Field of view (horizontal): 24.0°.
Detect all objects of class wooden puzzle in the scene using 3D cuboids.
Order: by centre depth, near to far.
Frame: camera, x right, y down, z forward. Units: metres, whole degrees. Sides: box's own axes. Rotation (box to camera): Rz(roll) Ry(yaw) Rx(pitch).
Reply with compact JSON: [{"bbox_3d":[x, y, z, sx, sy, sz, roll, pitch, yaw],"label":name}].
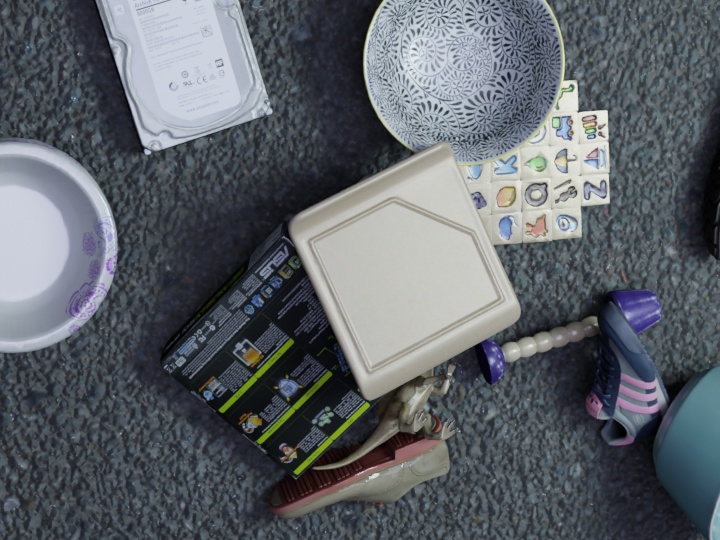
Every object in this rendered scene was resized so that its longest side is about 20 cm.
[{"bbox_3d":[0.043,0.000,1.655,0.184,0.037,0.202,-27,103,-14],"label":"wooden puzzle"}]

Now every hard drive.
[{"bbox_3d":[-0.180,-0.230,1.676,0.138,0.038,0.202,-18,100,-9],"label":"hard drive"}]

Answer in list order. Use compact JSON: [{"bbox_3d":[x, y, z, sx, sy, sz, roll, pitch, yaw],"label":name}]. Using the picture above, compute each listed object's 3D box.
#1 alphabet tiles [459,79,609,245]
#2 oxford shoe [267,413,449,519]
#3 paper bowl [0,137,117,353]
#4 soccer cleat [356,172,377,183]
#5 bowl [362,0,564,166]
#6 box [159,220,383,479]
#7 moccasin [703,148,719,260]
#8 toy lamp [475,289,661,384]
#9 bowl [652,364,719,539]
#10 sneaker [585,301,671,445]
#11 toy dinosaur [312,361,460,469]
[{"bbox_3d":[0.167,-0.112,1.779,0.198,0.006,0.168,-5,99,-11],"label":"alphabet tiles"},{"bbox_3d":[0.002,0.223,1.763,0.198,0.071,0.075,-22,117,-1],"label":"oxford shoe"},{"bbox_3d":[-0.337,-0.027,1.639,0.198,0.104,0.203,-1,98,-11],"label":"paper bowl"},{"bbox_3d":[0.000,0.000,1.720,0.068,0.085,0.202,14,95,-13],"label":"soccer cleat"},{"bbox_3d":[0.100,-0.209,1.699,0.198,0.094,0.203,0,98,-1],"label":"bowl"},{"bbox_3d":[-0.069,0.082,1.707,0.193,0.048,0.200,39,111,-15],"label":"box"},{"bbox_3d":[0.415,-0.107,1.801,0.077,0.074,0.204,14,85,-5],"label":"moccasin"},{"bbox_3d":[0.222,0.065,1.790,0.198,0.058,0.059,-18,101,-9],"label":"toy lamp"},{"bbox_3d":[0.383,0.180,1.789,0.105,0.200,0.202,31,92,29],"label":"bowl"},{"bbox_3d":[0.268,0.117,1.766,0.081,0.070,0.201,-29,132,1],"label":"sneaker"},{"bbox_3d":[0.045,0.146,1.741,0.058,0.101,0.201,46,71,-34],"label":"toy dinosaur"}]
